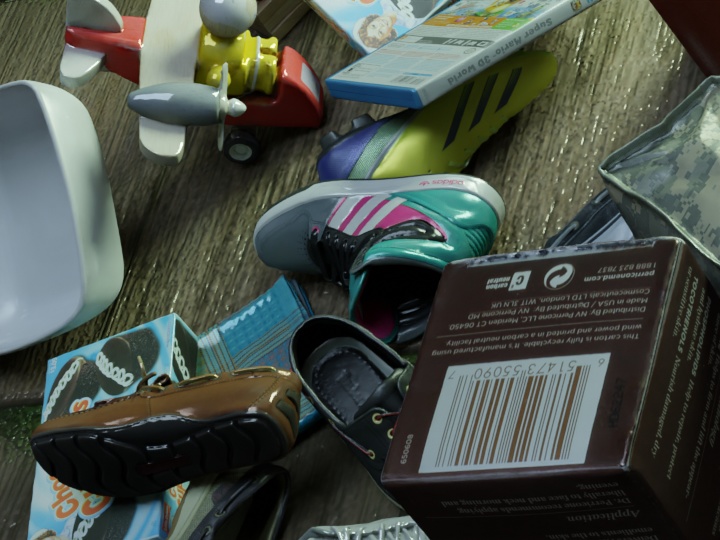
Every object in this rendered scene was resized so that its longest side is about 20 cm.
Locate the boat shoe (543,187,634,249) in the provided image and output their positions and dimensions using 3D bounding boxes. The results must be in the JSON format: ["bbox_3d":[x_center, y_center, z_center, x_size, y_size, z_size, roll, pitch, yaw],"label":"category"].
[{"bbox_3d":[0.151,0.008,1.671,0.200,0.072,0.071,-41,31,-19],"label":"boat shoe"}]

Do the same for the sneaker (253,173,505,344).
[{"bbox_3d":[0.000,0.000,1.770,0.200,0.084,0.121,-9,39,28],"label":"sneaker"}]

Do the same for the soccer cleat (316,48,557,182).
[{"bbox_3d":[0.064,-0.098,1.840,0.200,0.065,0.084,-27,72,6],"label":"soccer cleat"}]

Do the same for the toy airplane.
[{"bbox_3d":[-0.136,-0.180,1.915,0.200,0.199,0.141,54,134,15],"label":"toy airplane"}]

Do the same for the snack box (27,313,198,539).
[{"bbox_3d":[-0.179,0.134,1.780,0.116,0.037,0.200,-20,45,22],"label":"snack box"}]

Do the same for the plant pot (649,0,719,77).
[{"bbox_3d":[0.264,-0.238,1.706,0.200,0.195,0.201,-19,44,20],"label":"plant pot"}]

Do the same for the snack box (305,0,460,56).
[{"bbox_3d":[-0.005,-0.259,1.967,0.116,0.037,0.200,-43,68,-4],"label":"snack box"}]

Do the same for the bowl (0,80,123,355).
[{"bbox_3d":[-0.262,-0.039,1.930,0.200,0.075,0.200,-18,81,45],"label":"bowl"}]

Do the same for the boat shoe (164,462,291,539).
[{"bbox_3d":[-0.101,0.207,1.656,0.065,0.073,0.200,-11,48,35],"label":"boat shoe"}]

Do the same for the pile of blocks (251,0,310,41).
[{"bbox_3d":[-0.026,-0.272,2.046,0.200,0.062,0.082,-30,42,9],"label":"pile of blocks"}]

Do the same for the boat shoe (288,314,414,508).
[{"bbox_3d":[0.022,0.102,1.662,0.074,0.063,0.201,-43,52,-9],"label":"boat shoe"}]

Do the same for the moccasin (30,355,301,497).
[{"bbox_3d":[-0.135,0.104,1.696,0.201,0.074,0.078,-17,32,24],"label":"moccasin"}]

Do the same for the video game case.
[{"bbox_3d":[0.086,-0.178,1.841,0.200,0.018,0.143,-32,20,-20],"label":"video game case"}]

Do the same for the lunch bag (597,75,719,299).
[{"bbox_3d":[0.261,-0.001,1.514,0.118,0.164,0.200,-38,41,-5],"label":"lunch bag"}]

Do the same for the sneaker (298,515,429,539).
[{"bbox_3d":[0.012,0.192,1.585,0.200,0.081,0.075,-22,41,16],"label":"sneaker"}]

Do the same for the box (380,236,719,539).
[{"bbox_3d":[0.142,0.108,1.474,0.166,0.200,0.164,-6,50,31],"label":"box"}]

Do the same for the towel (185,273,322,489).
[{"bbox_3d":[-0.110,0.100,1.800,0.200,0.022,0.147,-34,40,5],"label":"towel"}]
